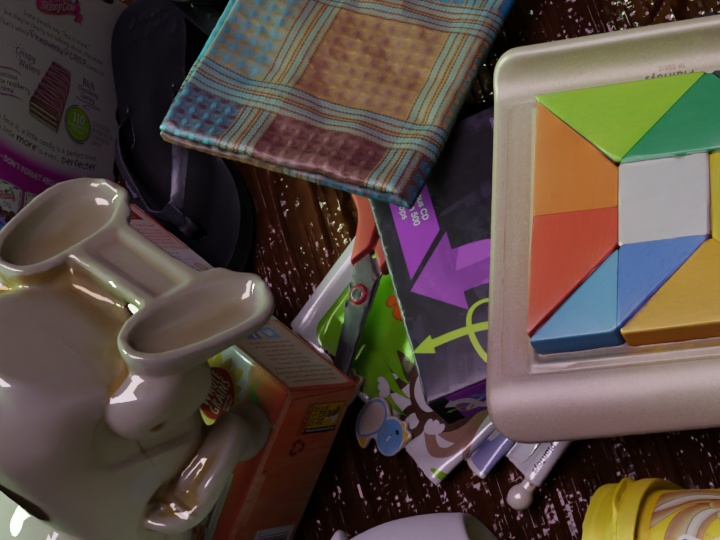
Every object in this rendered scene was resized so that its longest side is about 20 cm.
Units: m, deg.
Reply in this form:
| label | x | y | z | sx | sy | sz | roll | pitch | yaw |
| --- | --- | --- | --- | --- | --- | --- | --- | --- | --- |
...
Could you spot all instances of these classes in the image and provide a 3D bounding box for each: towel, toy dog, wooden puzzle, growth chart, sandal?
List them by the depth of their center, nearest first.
| label | x | y | z | sx | sy | sz | roll | pitch | yaw |
| --- | --- | --- | --- | --- | --- | --- | --- | --- | --- |
| wooden puzzle | 0.146 | -0.026 | 0.990 | 0.185 | 0.037 | 0.201 | -7 | 67 | 21 |
| toy dog | -0.128 | 0.093 | 1.018 | 0.139 | 0.200 | 0.194 | 24 | 46 | 25 |
| growth chart | 0.048 | 0.038 | 1.104 | 0.200 | 0.018 | 0.145 | 32 | 94 | 38 |
| towel | -0.002 | -0.128 | 1.112 | 0.146 | 0.022 | 0.200 | 15 | 57 | 18 |
| sandal | -0.116 | -0.072 | 1.228 | 0.076 | 0.043 | 0.201 | -28 | 62 | 23 |

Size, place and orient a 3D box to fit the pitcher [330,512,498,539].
| label | x | y | z | sx | sy | sz | roll | pitch | yaw |
| --- | --- | --- | --- | --- | --- | --- | --- | --- | --- |
| pitcher | -0.018 | 0.186 | 1.032 | 0.200 | 0.121 | 0.172 | -36 | 58 | 10 |

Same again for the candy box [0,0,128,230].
| label | x | y | z | sx | sy | sz | roll | pitch | yaw |
| --- | --- | --- | --- | --- | --- | --- | --- | --- | --- |
| candy box | -0.204 | -0.080 | 1.231 | 0.061 | 0.136 | 0.201 | -6 | 72 | 31 |

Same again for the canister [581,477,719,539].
| label | x | y | z | sx | sy | sz | roll | pitch | yaw |
| --- | --- | --- | --- | --- | --- | --- | --- | --- | --- |
| canister | 0.202 | 0.163 | 0.925 | 0.200 | 0.087 | 0.149 | -6 | 73 | 30 |

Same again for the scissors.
| label | x | y | z | sx | sy | sz | roll | pitch | yaw |
| --- | --- | --- | --- | --- | --- | --- | --- | --- | --- |
| scissors | 0.000 | 0.000 | 1.133 | 0.073 | 0.014 | 0.200 | 29 | 94 | 33 |

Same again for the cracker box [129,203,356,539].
| label | x | y | z | sx | sy | sz | roll | pitch | yaw |
| --- | --- | --- | --- | --- | --- | --- | --- | --- | --- |
| cracker box | -0.105 | 0.067 | 1.151 | 0.200 | 0.058 | 0.134 | 38 | 115 | 34 |

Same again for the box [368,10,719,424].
| label | x | y | z | sx | sy | sz | roll | pitch | yaw |
| --- | --- | --- | --- | --- | --- | --- | --- | --- | --- |
| box | 0.109 | -0.027 | 1.049 | 0.200 | 0.036 | 0.143 | -23 | 61 | 12 |

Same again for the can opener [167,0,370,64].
| label | x | y | z | sx | sy | sz | roll | pitch | yaw |
| --- | --- | --- | --- | --- | --- | --- | --- | --- | --- |
| can opener | -0.052 | -0.132 | 1.180 | 0.200 | 0.079 | 0.064 | 38 | 136 | 32 |
